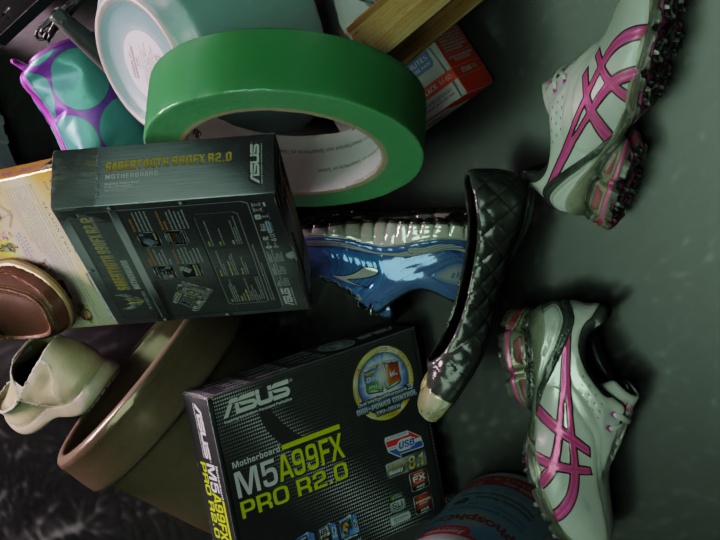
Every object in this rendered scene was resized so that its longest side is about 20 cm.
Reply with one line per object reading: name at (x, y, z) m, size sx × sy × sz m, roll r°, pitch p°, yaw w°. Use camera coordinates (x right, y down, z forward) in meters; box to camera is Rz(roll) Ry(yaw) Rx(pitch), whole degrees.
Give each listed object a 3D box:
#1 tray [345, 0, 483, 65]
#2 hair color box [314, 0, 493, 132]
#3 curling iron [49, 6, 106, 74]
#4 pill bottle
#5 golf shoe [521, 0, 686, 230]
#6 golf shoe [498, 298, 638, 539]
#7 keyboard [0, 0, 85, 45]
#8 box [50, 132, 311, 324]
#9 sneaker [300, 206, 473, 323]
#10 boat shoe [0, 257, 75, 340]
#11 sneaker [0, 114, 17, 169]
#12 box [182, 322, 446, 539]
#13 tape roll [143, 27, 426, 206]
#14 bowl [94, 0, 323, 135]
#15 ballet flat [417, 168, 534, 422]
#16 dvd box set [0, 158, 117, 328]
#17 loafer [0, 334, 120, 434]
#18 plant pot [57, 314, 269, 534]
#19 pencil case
tray at (0.080, -0.216, 1.159) m, size 0.200 × 0.099 × 0.037 m, roll -40°, pitch 86°, yaw 5°
hair color box at (-0.001, -0.196, 1.265) m, size 0.111 × 0.064 × 0.201 m, roll -34°, pitch 87°, yaw 30°
curling iron at (-0.179, -0.139, 1.339) m, size 0.025 × 0.050 × 0.200 m, roll -18°, pitch 122°, yaw 44°
pill bottle at (0.086, 0.240, 1.267) m, size 0.108 × 0.200 × 0.110 m, roll 7°, pitch 107°, yaw 23°
golf shoe at (0.174, -0.133, 1.192) m, size 0.092 × 0.073 × 0.202 m, roll 24°, pitch 113°, yaw 20°
golf shoe at (0.170, 0.122, 1.258) m, size 0.091 × 0.073 × 0.202 m, roll -10°, pitch 99°, yaw 26°
keyboard at (-0.236, -0.249, 1.351) m, size 0.199 × 0.021 × 0.128 m, roll -35°, pitch 45°, yaw 30°
box at (-0.124, -0.026, 1.196) m, size 0.157 × 0.200 × 0.049 m, roll -4°, pitch 64°, yaw 5°
sneaker at (0.000, 0.000, 1.311) m, size 0.198 × 0.078 × 0.090 m, roll 0°, pitch 102°, yaw 25°
boat shoe at (-0.322, 0.033, 1.384) m, size 0.199 × 0.068 × 0.073 m, roll 7°, pitch 127°, yaw 38°
sneaker at (-0.358, -0.101, 1.460) m, size 0.080 × 0.076 × 0.202 m, roll -15°, pitch 96°, yaw 38°
box at (-0.033, 0.146, 1.302) m, size 0.044 × 0.199 × 0.162 m, roll 6°, pitch 109°, yaw 55°
tape roll at (-0.052, -0.103, 1.157) m, size 0.199 × 0.200 × 0.049 m, roll -8°, pitch 67°, yaw 27°
bowl at (-0.129, -0.178, 1.262) m, size 0.200 × 0.105 × 0.202 m, roll 32°, pitch 138°, yaw 34°
ballet flat at (0.077, 0.018, 1.244) m, size 0.056 × 0.066 × 0.202 m, roll 16°, pitch 100°, yaw -11°
dvd box set at (-0.264, -0.019, 1.368) m, size 0.199 × 0.029 × 0.147 m, roll -7°, pitch 117°, yaw 44°
loafer at (-0.275, 0.091, 1.437) m, size 0.068 × 0.076 × 0.199 m, roll 47°, pitch 148°, yaw -15°
plant pot at (-0.126, 0.136, 1.363) m, size 0.174 × 0.201 × 0.200 m, roll 41°, pitch 119°, yaw -11°
pencil case at (-0.218, -0.097, 1.381) m, size 0.092 × 0.085 × 0.202 m, roll -21°, pitch 96°, yaw -15°
